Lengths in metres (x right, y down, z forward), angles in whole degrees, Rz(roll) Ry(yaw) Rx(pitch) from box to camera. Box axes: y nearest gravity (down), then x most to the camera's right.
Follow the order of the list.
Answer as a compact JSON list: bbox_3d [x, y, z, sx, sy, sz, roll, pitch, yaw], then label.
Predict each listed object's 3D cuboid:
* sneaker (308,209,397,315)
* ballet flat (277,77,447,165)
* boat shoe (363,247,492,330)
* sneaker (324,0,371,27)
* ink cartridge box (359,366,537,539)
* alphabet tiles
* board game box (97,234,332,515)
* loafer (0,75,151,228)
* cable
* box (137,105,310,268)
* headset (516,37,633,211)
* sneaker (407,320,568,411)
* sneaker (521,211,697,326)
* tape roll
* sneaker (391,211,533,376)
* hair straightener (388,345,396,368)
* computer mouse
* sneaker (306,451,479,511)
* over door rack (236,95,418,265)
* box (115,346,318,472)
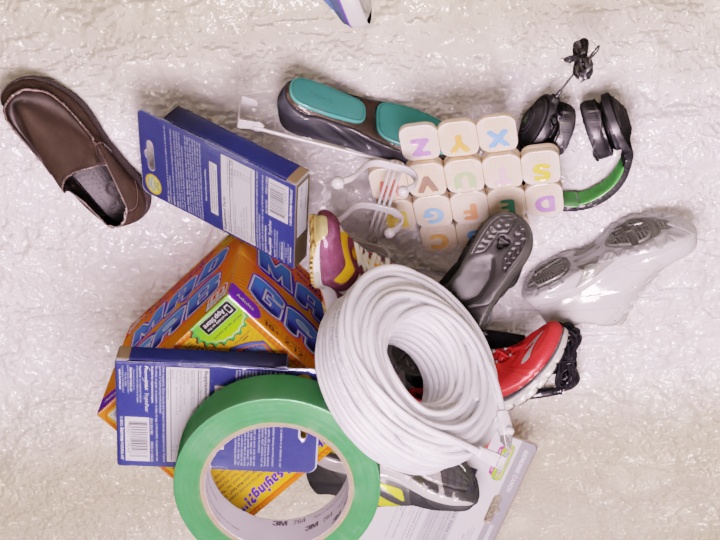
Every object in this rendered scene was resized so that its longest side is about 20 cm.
[{"bbox_3d":[0.000,0.000,1.383,0.089,0.075,0.200,-5,151,6],"label":"sneaker"},{"bbox_3d":[0.004,-0.146,1.425,0.199,0.073,0.073,16,114,-13],"label":"ballet flat"},{"bbox_3d":[0.052,0.034,1.499,0.199,0.067,0.074,19,114,-7],"label":"boat shoe"},{"bbox_3d":[-0.088,-0.313,1.346,0.146,0.081,0.201,-18,116,19],"label":"sneaker"},{"bbox_3d":[0.089,0.235,1.579,0.174,0.084,0.201,19,114,-6],"label":"ink cartridge box"},{"bbox_3d":[0.111,-0.086,1.424,0.198,0.015,0.196,-6,140,7],"label":"alphabet tiles"},{"bbox_3d":[-0.128,0.108,1.465,0.200,0.200,0.200,-41,107,17],"label":"board game box"},{"bbox_3d":[-0.299,-0.123,1.436,0.073,0.071,0.200,-40,107,18],"label":"loafer"},{"bbox_3d":[0.048,0.096,1.305,0.199,0.201,0.069,16,144,-34],"label":"cable"},{"bbox_3d":[-0.141,-0.092,1.400,0.199,0.032,0.122,26,140,19],"label":"box"},{"bbox_3d":[0.222,-0.142,1.399,0.123,0.094,0.201,-1,126,2],"label":"headset"},{"bbox_3d":[0.129,0.109,1.440,0.200,0.077,0.085,-36,103,14],"label":"sneaker"},{"bbox_3d":[0.282,0.009,1.485,0.199,0.078,0.100,-25,118,22],"label":"sneaker"},{"bbox_3d":[-0.080,0.198,1.320,0.199,0.048,0.202,0,116,0],"label":"tape roll"},{"bbox_3d":[0.112,0.029,1.436,0.076,0.114,0.200,36,93,10],"label":"sneaker"},{"bbox_3d":[-0.003,0.146,1.546,0.041,0.077,0.201,27,112,-12],"label":"hair straightener"},{"bbox_3d":[0.152,0.105,1.531,0.199,0.046,0.141,-12,144,6],"label":"computer mouse"},{"bbox_3d":[0.033,0.227,1.503,0.199,0.075,0.085,18,133,-2],"label":"sneaker"},{"bbox_3d":[-0.052,-0.075,1.407,0.199,0.067,0.148,23,141,3],"label":"over door rack"},{"bbox_3d":[-0.140,0.139,1.343,0.198,0.032,0.122,4,115,-1],"label":"box"}]
